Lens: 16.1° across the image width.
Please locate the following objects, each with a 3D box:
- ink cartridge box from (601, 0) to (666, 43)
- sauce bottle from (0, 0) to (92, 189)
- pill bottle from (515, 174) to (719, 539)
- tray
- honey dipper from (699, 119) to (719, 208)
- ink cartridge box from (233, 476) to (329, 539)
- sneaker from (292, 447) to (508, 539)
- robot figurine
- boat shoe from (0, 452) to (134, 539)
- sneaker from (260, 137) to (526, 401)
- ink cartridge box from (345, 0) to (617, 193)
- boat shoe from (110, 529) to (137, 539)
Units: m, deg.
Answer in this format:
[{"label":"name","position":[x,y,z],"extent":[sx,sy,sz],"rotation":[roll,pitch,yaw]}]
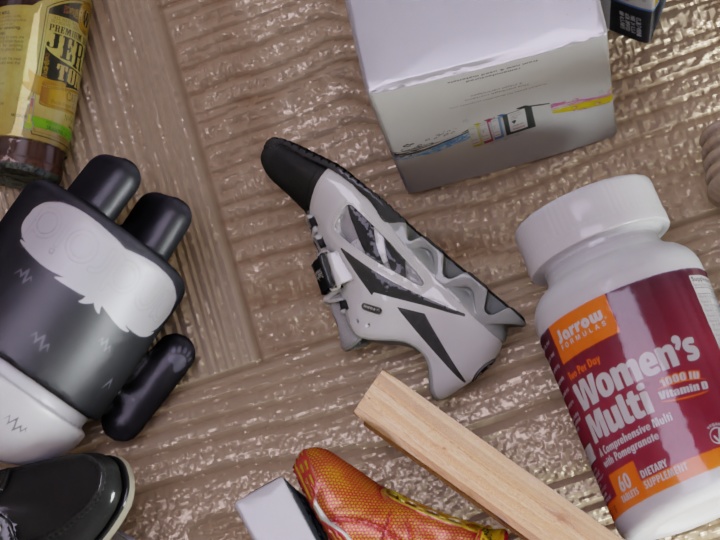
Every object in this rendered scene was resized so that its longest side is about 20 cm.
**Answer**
[{"label":"ink cartridge box","position":[0.196,-0.260,1.544],"extent":[0.047,0.198,0.201],"rotation":[22,82,11]},{"label":"sauce bottle","position":[-0.209,-0.155,1.654],"extent":[0.064,0.065,0.201],"rotation":[5,79,10]},{"label":"pill bottle","position":[0.169,0.052,1.520],"extent":[0.109,0.110,0.201],"rotation":[-23,74,3]},{"label":"tray","position":[0.091,0.135,1.515],"extent":[0.200,0.099,0.037],"rotation":[34,88,14]},{"label":"honey dipper","position":[0.232,-0.004,1.522],"extent":[0.038,0.038,0.201],"rotation":[-8,53,7]},{"label":"ink cartridge box","position":[-0.008,0.223,1.514],"extent":[0.039,0.099,0.201],"rotation":[-28,75,1]},{"label":"sneaker","position":[0.045,0.168,1.531],"extent":[0.200,0.073,0.077],"rotation":[39,99,5]},{"label":"robot figurine","position":[-0.189,0.024,1.580],"extent":[0.150,0.125,0.200],"rotation":[32,84,21]},{"label":"boat shoe","position":[-0.228,0.161,1.550],"extent":[0.201,0.063,0.074],"rotation":[-24,55,23]},{"label":"sneaker","position":[0.000,0.000,1.577],"extent":[0.200,0.074,0.089],"rotation":[41,90,12]},{"label":"ink cartridge box","position":[0.069,-0.158,1.539],"extent":[0.144,0.200,0.148],"rotation":[-14,75,4]},{"label":"boat shoe","position":[-0.101,0.210,1.553],"extent":[0.200,0.072,0.068],"rotation":[35,55,27]}]
